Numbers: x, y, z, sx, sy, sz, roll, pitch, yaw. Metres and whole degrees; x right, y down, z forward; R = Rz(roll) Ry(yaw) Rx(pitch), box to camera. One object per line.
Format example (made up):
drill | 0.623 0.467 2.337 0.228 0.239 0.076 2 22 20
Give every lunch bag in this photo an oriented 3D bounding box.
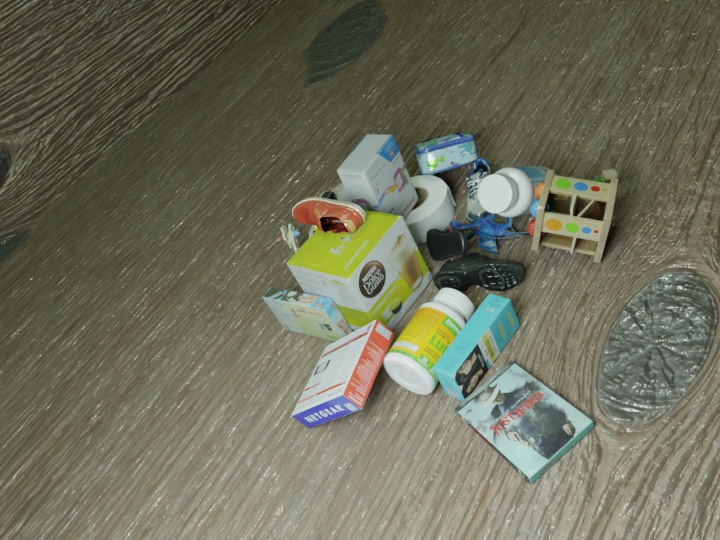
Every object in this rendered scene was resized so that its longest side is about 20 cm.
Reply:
lunch bag | 0.226 -0.310 1.713 0.161 0.083 0.200 -13 13 7

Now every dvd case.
dvd case | 0.275 0.253 1.125 0.146 0.022 0.200 -37 36 -10

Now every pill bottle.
pill bottle | 0.141 0.133 1.280 0.111 0.111 0.200 11 52 41
pill bottle | 0.346 -0.173 1.433 0.109 0.109 0.200 12 16 42

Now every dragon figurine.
dragon figurine | 0.296 -0.079 1.468 0.200 0.059 0.099 29 66 40

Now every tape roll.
tape roll | 0.136 -0.154 1.658 0.202 0.071 0.203 -19 37 15

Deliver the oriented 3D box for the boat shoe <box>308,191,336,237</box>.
boat shoe | -0.088 -0.143 1.796 0.060 0.072 0.201 -10 48 25

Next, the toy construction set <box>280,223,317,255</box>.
toy construction set | -0.118 -0.075 1.676 0.200 0.131 0.092 -7 42 34

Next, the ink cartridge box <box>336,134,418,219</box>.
ink cartridge box | 0.046 -0.200 1.548 0.085 0.200 0.145 10 52 36

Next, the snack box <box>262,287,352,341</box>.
snack box | -0.122 0.101 1.488 0.200 0.116 0.037 8 50 39

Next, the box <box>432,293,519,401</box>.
box | 0.222 0.144 1.238 0.049 0.082 0.200 17 57 44

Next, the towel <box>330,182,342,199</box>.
towel | 0.028 -0.238 1.863 0.200 0.032 0.191 -30 36 -3

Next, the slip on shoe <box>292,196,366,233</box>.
slip on shoe | -0.080 -0.116 1.427 0.200 0.074 0.061 10 54 39

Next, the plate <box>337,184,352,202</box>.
plate | -0.018 -0.137 1.643 0.032 0.200 0.200 3 45 12

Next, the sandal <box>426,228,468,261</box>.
sandal | 0.203 -0.061 1.477 0.045 0.075 0.200 -13 6 -19

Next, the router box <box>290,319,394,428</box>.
router box | -0.037 0.207 1.290 0.200 0.049 0.180 -33 24 50

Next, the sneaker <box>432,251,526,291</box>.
sneaker | 0.257 -0.005 1.404 0.200 0.076 0.091 -2 36 28

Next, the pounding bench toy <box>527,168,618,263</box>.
pounding bench toy | 0.440 -0.140 1.356 0.156 0.124 0.200 12 50 17

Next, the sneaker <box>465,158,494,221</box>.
sneaker | 0.287 -0.200 1.599 0.077 0.085 0.200 -11 41 23

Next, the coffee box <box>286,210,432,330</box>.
coffee box | 0.000 0.000 1.458 0.200 0.198 0.200 14 54 43
